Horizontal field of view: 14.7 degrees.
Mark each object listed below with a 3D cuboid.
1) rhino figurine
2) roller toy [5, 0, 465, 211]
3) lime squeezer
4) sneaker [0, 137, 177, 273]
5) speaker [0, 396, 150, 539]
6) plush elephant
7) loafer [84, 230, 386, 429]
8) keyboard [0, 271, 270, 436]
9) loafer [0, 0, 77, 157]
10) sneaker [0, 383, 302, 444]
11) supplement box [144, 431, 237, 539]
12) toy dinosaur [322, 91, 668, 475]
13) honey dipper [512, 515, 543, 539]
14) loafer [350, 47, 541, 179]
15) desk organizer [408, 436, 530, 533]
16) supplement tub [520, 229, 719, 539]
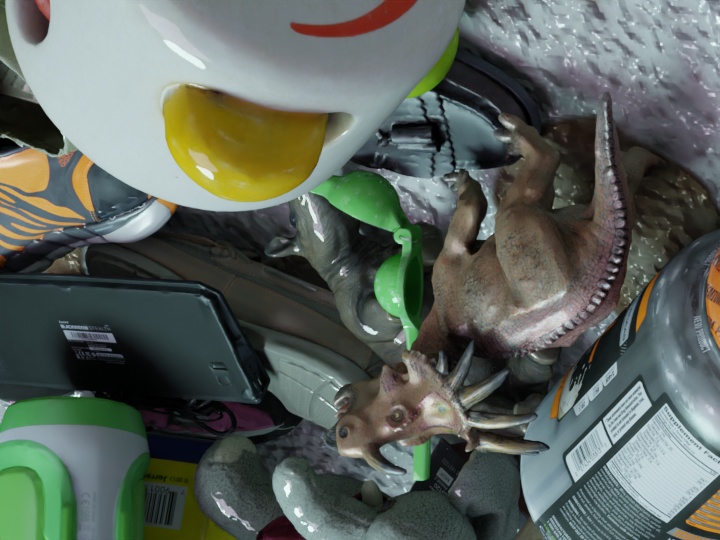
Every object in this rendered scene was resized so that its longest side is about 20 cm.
[{"bbox_3d":[0.020,0.014,1.389,0.200,0.060,0.087,42,162,3],"label":"rhino figurine"},{"bbox_3d":[-0.052,-0.131,1.202,0.183,0.200,0.140,48,144,2],"label":"roller toy"},{"bbox_3d":[0.000,0.000,1.324,0.200,0.071,0.038,56,180,2],"label":"lime squeezer"},{"bbox_3d":[-0.193,-0.054,1.484,0.200,0.078,0.112,-20,139,39],"label":"sneaker"},{"bbox_3d":[-0.153,0.170,1.445,0.088,0.201,0.088,1,165,0],"label":"speaker"},{"bbox_3d":[-0.004,0.153,1.387,0.199,0.165,0.155,28,139,3],"label":"plush elephant"},{"bbox_3d":[-0.055,0.023,1.479,0.200,0.063,0.072,27,148,29],"label":"loafer"},{"bbox_3d":[-0.130,0.035,1.490,0.199,0.040,0.104,4,130,37],"label":"keyboard"},{"bbox_3d":[-0.199,-0.107,1.387,0.199,0.068,0.076,13,133,27],"label":"loafer"},{"bbox_3d":[-0.109,0.066,1.574,0.199,0.081,0.086,8,157,34],"label":"sneaker"},{"bbox_3d":[-0.130,0.195,1.536,0.109,0.201,0.109,6,166,14],"label":"supplement box"},{"bbox_3d":[0.075,0.013,1.247,0.086,0.136,0.200,27,136,-19],"label":"toy dinosaur"},{"bbox_3d":[0.077,0.137,1.346,0.038,0.200,0.038,25,142,21],"label":"honey dipper"},{"bbox_3d":[-0.011,-0.076,1.326,0.199,0.063,0.072,18,138,30],"label":"loafer"},{"bbox_3d":[0.114,0.172,1.451,0.200,0.077,0.072,41,115,26],"label":"desk organizer"},{"bbox_3d":[0.162,0.060,1.254,0.122,0.123,0.200,40,144,3],"label":"supplement tub"}]
